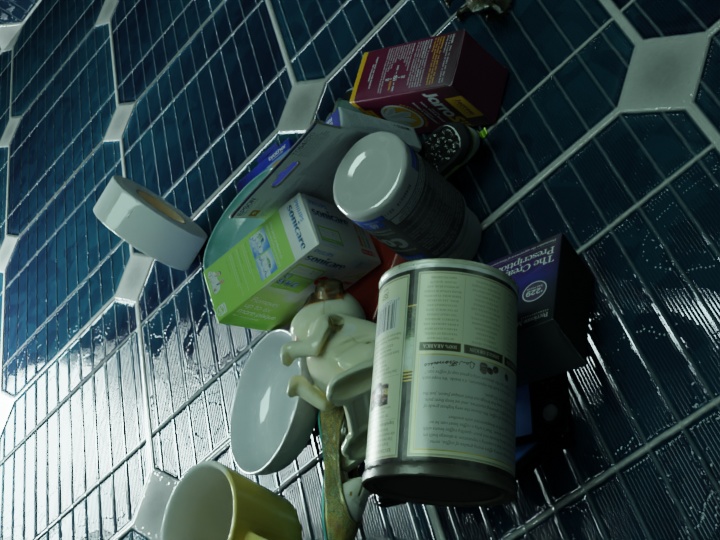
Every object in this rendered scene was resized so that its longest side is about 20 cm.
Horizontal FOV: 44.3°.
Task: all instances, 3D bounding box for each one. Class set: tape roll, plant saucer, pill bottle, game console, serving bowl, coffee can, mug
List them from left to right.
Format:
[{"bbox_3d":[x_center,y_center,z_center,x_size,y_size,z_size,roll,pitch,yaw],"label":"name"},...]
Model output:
[{"bbox_3d":[-0.373,-0.086,1.577,0.071,0.201,0.202,-54,41,5],"label":"tape roll"},{"bbox_3d":[-0.148,0.350,1.133,0.150,0.152,0.187,-51,42,11],"label":"mug"},{"bbox_3d":[-0.160,-0.066,1.331,0.199,0.036,0.203,-36,33,28],"label":"plant saucer"},{"bbox_3d":[-0.110,0.189,1.238,0.199,0.065,0.204,-37,43,44],"label":"serving bowl"},{"bbox_3d":[0.000,0.000,1.266,0.197,0.036,0.204,10,75,48],"label":"plant saucer"},{"bbox_3d":[0.065,-0.077,1.109,0.112,0.199,0.116,-19,56,31],"label":"pill bottle"},{"bbox_3d":[0.081,0.111,0.853,0.144,0.145,0.205,-15,59,40],"label":"coffee can"},{"bbox_3d":[0.123,0.170,0.980,0.197,0.115,0.180,-22,54,36],"label":"game console"}]

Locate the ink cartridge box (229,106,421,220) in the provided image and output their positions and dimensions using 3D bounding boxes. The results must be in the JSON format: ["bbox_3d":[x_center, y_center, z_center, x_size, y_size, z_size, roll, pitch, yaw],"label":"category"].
[{"bbox_3d":[-0.050,-0.130,1.154,0.199,0.197,0.041,-41,61,34],"label":"ink cartridge box"}]

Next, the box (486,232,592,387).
[{"bbox_3d":[0.156,0.061,1.002,0.198,0.079,0.143,-25,33,34],"label":"box"}]

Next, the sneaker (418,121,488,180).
[{"bbox_3d":[0.094,-0.134,1.217,0.198,0.082,0.073,-30,77,36],"label":"sneaker"}]

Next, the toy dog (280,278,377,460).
[{"bbox_3d":[-0.014,0.095,1.113,0.192,0.141,0.200,-35,43,-12],"label":"toy dog"}]

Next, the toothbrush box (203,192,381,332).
[{"bbox_3d":[-0.095,-0.004,1.217,0.199,0.144,0.087,-37,61,25],"label":"toothbrush box"}]

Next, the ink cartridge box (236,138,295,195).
[{"bbox_3d":[-0.129,-0.114,1.437,0.136,0.076,0.203,-36,45,27],"label":"ink cartridge box"}]

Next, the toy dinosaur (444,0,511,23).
[{"bbox_3d":[0.180,-0.430,1.306,0.100,0.077,0.204,-8,57,30],"label":"toy dinosaur"}]

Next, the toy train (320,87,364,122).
[{"bbox_3d":[-0.032,-0.177,1.330,0.114,0.084,0.204,130,160,-65],"label":"toy train"}]

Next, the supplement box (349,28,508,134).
[{"bbox_3d":[0.095,-0.260,1.254,0.197,0.109,0.088,1,69,46],"label":"supplement box"}]

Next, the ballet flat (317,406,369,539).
[{"bbox_3d":[-0.017,0.256,1.122,0.070,0.070,0.204,-29,50,32],"label":"ballet flat"}]
